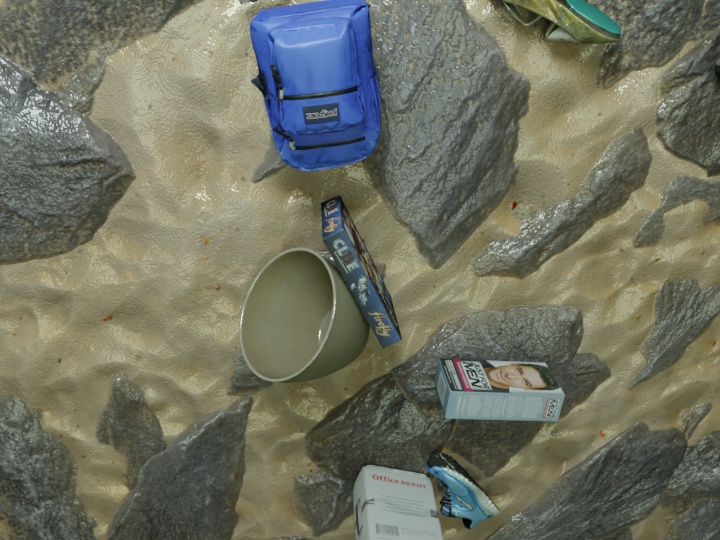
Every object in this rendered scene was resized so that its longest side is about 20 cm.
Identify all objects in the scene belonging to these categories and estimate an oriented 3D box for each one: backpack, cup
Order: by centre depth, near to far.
[{"bbox_3d":[-0.057,-0.229,0.793,0.161,0.168,0.201,-5,121,5],"label":"backpack"},{"bbox_3d":[-0.068,0.082,0.947,0.200,0.201,0.143,-46,140,17],"label":"cup"}]

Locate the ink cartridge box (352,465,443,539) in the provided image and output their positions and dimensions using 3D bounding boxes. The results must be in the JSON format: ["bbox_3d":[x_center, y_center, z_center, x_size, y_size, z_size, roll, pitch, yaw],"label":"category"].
[{"bbox_3d":[0.067,0.470,1.128,0.145,0.200,0.085,14,120,-12],"label":"ink cartridge box"}]

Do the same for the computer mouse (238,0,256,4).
[{"bbox_3d":[-0.183,-0.401,0.766,0.199,0.046,0.141,-18,121,-2],"label":"computer mouse"}]

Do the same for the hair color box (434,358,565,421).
[{"bbox_3d":[0.238,0.207,1.069,0.199,0.099,0.061,3,115,-7],"label":"hair color box"}]

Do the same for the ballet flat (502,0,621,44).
[{"bbox_3d":[0.254,-0.348,0.822,0.199,0.071,0.071,25,112,-17],"label":"ballet flat"}]

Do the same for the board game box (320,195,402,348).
[{"bbox_3d":[0.000,0.000,0.926,0.034,0.136,0.201,-24,117,7],"label":"board game box"}]

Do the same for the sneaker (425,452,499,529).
[{"bbox_3d":[0.185,0.432,1.177,0.090,0.078,0.200,-42,113,-3],"label":"sneaker"}]

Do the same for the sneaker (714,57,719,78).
[{"bbox_3d":[0.585,-0.234,0.896,0.198,0.076,0.115,19,107,-20],"label":"sneaker"}]
